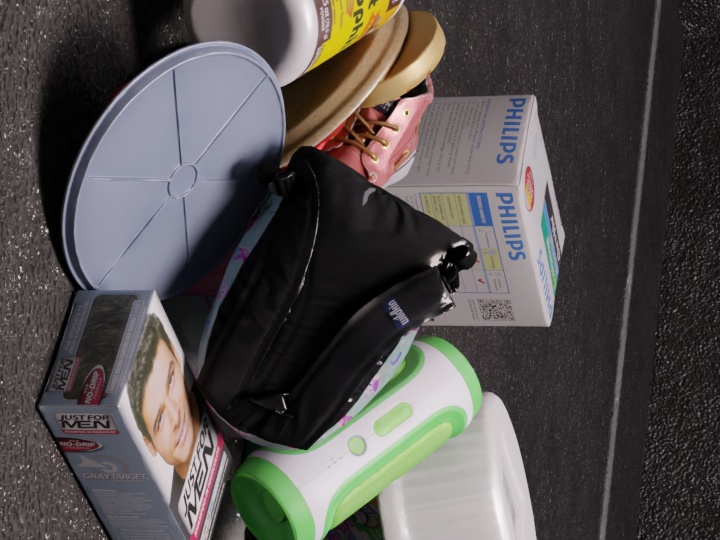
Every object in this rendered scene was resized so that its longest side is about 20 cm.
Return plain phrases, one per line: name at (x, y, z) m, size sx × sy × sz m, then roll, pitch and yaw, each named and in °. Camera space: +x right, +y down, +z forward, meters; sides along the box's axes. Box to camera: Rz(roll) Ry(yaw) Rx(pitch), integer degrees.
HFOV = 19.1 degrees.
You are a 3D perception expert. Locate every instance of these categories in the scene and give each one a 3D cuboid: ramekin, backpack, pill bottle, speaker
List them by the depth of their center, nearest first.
backpack at (-0.029, 0.034, 1.516) m, size 0.200 × 0.167 × 0.127 m, roll -59°, pitch 172°, yaw -3°
pill bottle at (-0.035, -0.212, 1.571) m, size 0.200 × 0.109 × 0.110 m, roll -39°, pitch 128°, yaw -51°
speaker at (-0.002, 0.130, 1.620) m, size 0.200 × 0.088 × 0.089 m, roll -34°, pitch 130°, yaw -31°
ramekin at (0.081, 0.194, 1.747) m, size 0.200 × 0.097 × 0.201 m, roll -11°, pitch 90°, yaw -80°

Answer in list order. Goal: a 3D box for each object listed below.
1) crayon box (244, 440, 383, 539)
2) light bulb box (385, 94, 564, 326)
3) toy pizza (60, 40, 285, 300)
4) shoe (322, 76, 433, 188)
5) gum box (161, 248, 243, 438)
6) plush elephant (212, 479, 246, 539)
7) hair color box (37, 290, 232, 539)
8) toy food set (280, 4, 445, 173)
crayon box at (-0.016, 0.199, 1.838) m, size 0.200 × 0.118 × 0.058 m, roll 61°, pitch 33°, yaw -59°
light bulb box at (0.076, -0.054, 2.016) m, size 0.199 × 0.199 × 0.125 m, roll 73°, pitch 23°, yaw -46°
toy pizza at (-0.131, -0.068, 1.465) m, size 0.200 × 0.032 × 0.201 m, roll -33°, pitch 140°, yaw -32°
shoe at (-0.001, -0.101, 1.701) m, size 0.200 × 0.071 × 0.091 m, roll -44°, pitch 154°, yaw -59°
gum box at (-0.091, 0.035, 1.673) m, size 0.200 × 0.066 × 0.114 m, roll 70°, pitch 26°, yaw -48°
plush elephant at (-0.035, 0.274, 1.678) m, size 0.154 × 0.165 × 0.201 m, roll -8°, pitch 118°, yaw -34°
hair color box at (-0.151, 0.113, 1.479) m, size 0.200 × 0.060 × 0.099 m, roll 70°, pitch 25°, yaw -47°
toy food set at (-0.032, -0.141, 1.683) m, size 0.049 × 0.200 × 0.198 m, roll 45°, pitch -6°, yaw -24°
